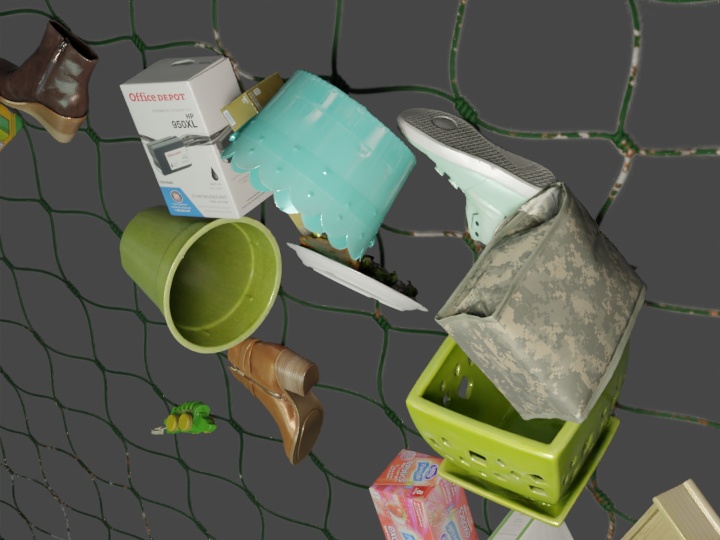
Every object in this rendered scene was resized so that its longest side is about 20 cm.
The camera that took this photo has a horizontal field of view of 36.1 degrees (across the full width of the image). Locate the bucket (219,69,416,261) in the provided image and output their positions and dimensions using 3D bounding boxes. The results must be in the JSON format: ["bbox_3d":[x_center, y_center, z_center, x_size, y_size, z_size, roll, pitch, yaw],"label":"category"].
[{"bbox_3d":[-0.043,-0.123,1.268,0.207,0.135,0.207,37,177,2],"label":"bucket"}]

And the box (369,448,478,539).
[{"bbox_3d":[0.101,0.378,1.633,0.102,0.095,0.201,7,126,38],"label":"box"}]

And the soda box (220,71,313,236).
[{"bbox_3d":[-0.087,-0.144,1.403,0.064,0.068,0.201,-21,105,49],"label":"soda box"}]

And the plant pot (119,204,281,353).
[{"bbox_3d":[-0.249,-0.011,1.590,0.189,0.199,0.201,27,138,41],"label":"plant pot"}]

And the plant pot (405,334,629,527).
[{"bbox_3d":[0.194,0.171,1.302,0.198,0.200,0.182,18,141,31],"label":"plant pot"}]

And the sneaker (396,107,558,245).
[{"bbox_3d":[0.114,-0.096,1.246,0.200,0.074,0.119,32,132,15],"label":"sneaker"}]

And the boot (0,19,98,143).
[{"bbox_3d":[-0.476,-0.307,1.651,0.200,0.072,0.167,39,128,14],"label":"boot"}]

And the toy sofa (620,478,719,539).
[{"bbox_3d":[0.381,0.344,1.372,0.083,0.097,0.201,58,148,29],"label":"toy sofa"}]

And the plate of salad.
[{"bbox_3d":[0.000,0.000,1.400,0.199,0.048,0.200,25,176,2],"label":"plate of salad"}]

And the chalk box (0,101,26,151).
[{"bbox_3d":[-0.630,-0.248,1.706,0.124,0.125,0.200,43,178,6],"label":"chalk box"}]

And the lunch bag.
[{"bbox_3d":[0.202,0.030,1.162,0.164,0.200,0.117,47,156,-20],"label":"lunch bag"}]

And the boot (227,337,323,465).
[{"bbox_3d":[-0.141,0.198,1.723,0.154,0.077,0.201,20,131,28],"label":"boot"}]

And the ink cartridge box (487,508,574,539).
[{"bbox_3d":[0.208,0.404,1.472,0.059,0.200,0.104,-11,113,47],"label":"ink cartridge box"}]

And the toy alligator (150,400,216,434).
[{"bbox_3d":[-0.316,0.261,1.964,0.199,0.059,0.055,-12,71,48],"label":"toy alligator"}]

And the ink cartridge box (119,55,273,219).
[{"bbox_3d":[-0.218,-0.178,1.484,0.144,0.084,0.201,5,124,40],"label":"ink cartridge box"}]
